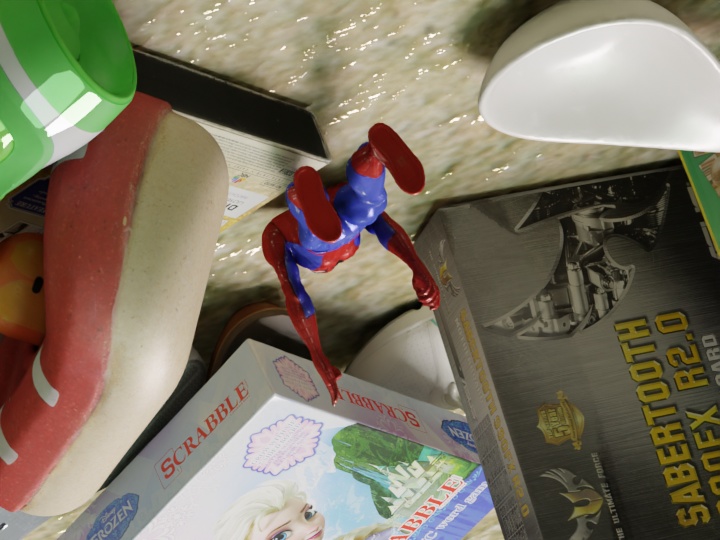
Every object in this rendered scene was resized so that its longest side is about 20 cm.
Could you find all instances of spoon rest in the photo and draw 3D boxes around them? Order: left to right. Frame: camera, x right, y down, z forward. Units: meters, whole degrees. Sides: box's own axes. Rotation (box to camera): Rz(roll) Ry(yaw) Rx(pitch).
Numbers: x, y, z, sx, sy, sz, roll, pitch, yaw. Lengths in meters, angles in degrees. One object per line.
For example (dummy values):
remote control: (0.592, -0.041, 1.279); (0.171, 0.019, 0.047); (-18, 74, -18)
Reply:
spoon rest: (0.141, -0.087, 1.306); (0.199, 0.061, 0.099); (-3, 153, -37)

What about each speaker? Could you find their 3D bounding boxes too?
speaker: (-0.186, -0.051, 1.087); (0.199, 0.089, 0.088); (-26, 157, 17)

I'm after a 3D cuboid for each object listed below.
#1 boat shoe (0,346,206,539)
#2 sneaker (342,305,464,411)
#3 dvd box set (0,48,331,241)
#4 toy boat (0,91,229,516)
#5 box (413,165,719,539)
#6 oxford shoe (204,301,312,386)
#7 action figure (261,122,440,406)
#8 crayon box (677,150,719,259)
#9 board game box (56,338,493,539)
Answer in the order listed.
boat shoe: (-0.171, 0.090, 1.454); (0.200, 0.062, 0.072); (-36, 151, -6)
sneaker: (0.082, 0.048, 1.548); (0.199, 0.081, 0.070); (-22, 160, 10)
dvd box set: (-0.131, -0.024, 1.266); (0.199, 0.030, 0.146); (-32, 155, 27)
toy boat: (-0.136, 0.004, 1.166); (0.130, 0.131, 0.200); (21, 143, -14)
box: (0.130, 0.054, 1.439); (0.157, 0.201, 0.048); (-9, 160, -21)
oxford shoe: (-0.059, 0.077, 1.529); (0.071, 0.071, 0.201); (-14, 142, -15)
action figure: (0.000, 0.000, 1.304); (0.065, 0.099, 0.200); (-28, 179, -9)
crayon box: (0.232, 0.016, 1.433); (0.058, 0.201, 0.172); (-26, 158, 16)
board game box: (-0.047, 0.138, 1.515); (0.199, 0.041, 0.200); (21, 121, -44)
